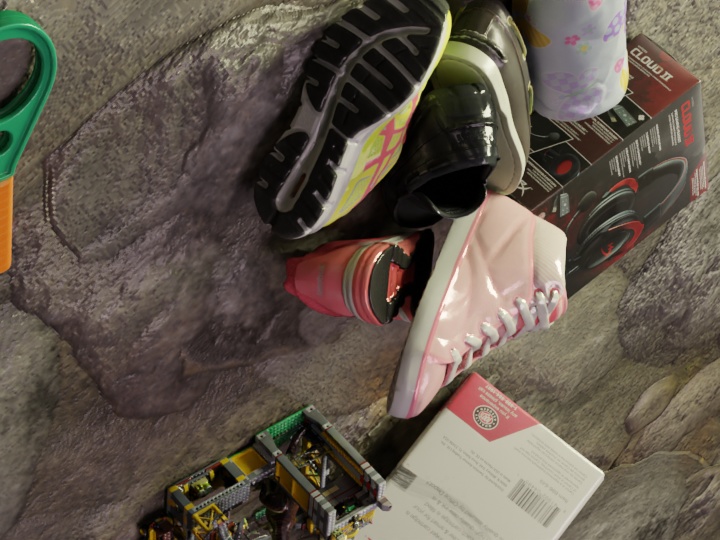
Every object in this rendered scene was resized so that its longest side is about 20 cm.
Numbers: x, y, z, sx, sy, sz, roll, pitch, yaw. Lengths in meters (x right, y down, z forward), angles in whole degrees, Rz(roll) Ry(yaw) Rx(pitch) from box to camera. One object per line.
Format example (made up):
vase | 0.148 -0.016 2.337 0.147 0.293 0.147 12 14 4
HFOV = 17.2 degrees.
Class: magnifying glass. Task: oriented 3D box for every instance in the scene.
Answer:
magnifying glass | -0.226 -0.075 1.461 0.080 0.022 0.200 -25 142 -31

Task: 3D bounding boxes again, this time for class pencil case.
pencil case | 0.155 -0.198 1.710 0.091 0.083 0.200 -23 143 -12

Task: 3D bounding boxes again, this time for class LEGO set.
LEGO set | -0.064 0.211 1.888 0.200 0.116 0.154 -21 141 -35

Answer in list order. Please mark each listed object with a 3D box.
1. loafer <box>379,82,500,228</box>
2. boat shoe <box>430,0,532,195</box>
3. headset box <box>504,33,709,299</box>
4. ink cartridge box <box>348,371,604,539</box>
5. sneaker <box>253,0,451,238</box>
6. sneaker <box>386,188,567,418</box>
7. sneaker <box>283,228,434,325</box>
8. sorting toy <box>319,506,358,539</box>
loafer | 0.057 -0.067 1.711 0.068 0.070 0.201 -9 162 -14
boat shoe | 0.095 -0.124 1.738 0.201 0.072 0.061 76 37 -63
headset box | 0.195 -0.083 1.900 0.200 0.075 0.149 -37 147 -15
ink cartridge box | 0.087 0.210 2.003 0.200 0.146 0.085 -51 175 -10
sneaker | 0.004 -0.112 1.651 0.200 0.078 0.090 -54 158 21
sneaker | 0.094 0.034 1.756 0.075 0.105 0.200 108 5 -60
sneaker | 0.000 0.000 1.781 0.200 0.087 0.074 2 94 -74
sorting toy | 0.041 0.263 2.103 0.180 0.107 0.200 -2 110 -30
